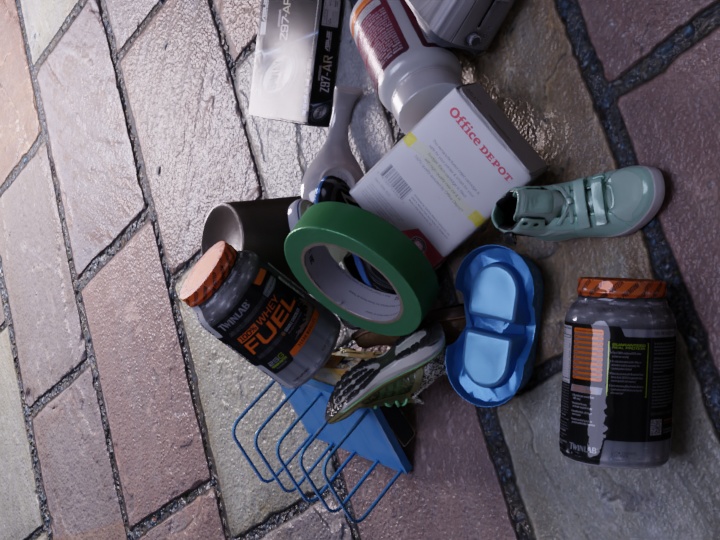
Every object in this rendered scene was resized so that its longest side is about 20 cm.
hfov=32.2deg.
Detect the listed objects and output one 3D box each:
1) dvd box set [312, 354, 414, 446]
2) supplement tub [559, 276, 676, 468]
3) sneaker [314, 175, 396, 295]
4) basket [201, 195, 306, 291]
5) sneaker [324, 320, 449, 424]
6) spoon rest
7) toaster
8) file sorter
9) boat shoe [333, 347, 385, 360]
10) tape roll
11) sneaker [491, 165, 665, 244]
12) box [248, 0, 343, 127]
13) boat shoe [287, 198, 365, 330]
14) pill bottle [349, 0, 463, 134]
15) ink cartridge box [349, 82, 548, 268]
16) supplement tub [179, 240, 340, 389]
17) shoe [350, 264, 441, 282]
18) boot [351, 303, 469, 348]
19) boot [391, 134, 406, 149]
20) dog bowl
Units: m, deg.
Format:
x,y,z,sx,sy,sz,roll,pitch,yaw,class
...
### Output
x,y,z,sx,sy,sz,roll,pitch,yaw,class
-0.029,0.176,1.754,0.200,0.029,0.147,1,131,52,dvd box set
0.282,0.109,1.368,0.122,0.122,0.201,6,94,51,supplement tub
0.012,-0.047,1.607,0.083,0.071,0.200,-9,127,44,sneaker
-0.116,-0.037,1.798,0.181,0.199,0.136,57,130,33,basket
0.044,0.153,1.605,0.200,0.089,0.077,-34,21,15,sneaker
-0.031,-0.161,1.796,0.061,0.099,0.201,136,142,-75,spoon rest
0.121,-0.381,1.583,0.129,0.113,0.200,-52,50,32,toaster
-0.058,0.244,1.724,0.200,0.123,0.139,13,142,43,file sorter
0.011,0.140,1.758,0.200,0.063,0.073,-3,130,55,boat shoe
0.000,0.000,1.567,0.200,0.201,0.048,-5,44,51,tape roll
0.242,-0.072,1.423,0.200,0.118,0.074,-19,73,48,sneaker
-0.099,-0.327,1.904,0.160,0.043,0.201,18,104,49,box
-0.029,-0.017,1.714,0.062,0.072,0.200,-34,83,32,boat shoe
0.065,-0.272,1.626,0.114,0.114,0.200,-53,42,36,pill bottle
0.110,-0.113,1.545,0.200,0.083,0.145,-42,85,28,ink cartridge box
-0.134,0.057,1.668,0.123,0.200,0.123,-44,21,22,supplement tub
0.061,-0.016,1.697,0.200,0.053,0.070,-29,76,46,shoe
0.071,0.094,1.659,0.200,0.074,0.076,-11,92,39,boot
0.051,-0.102,1.690,0.200,0.075,0.074,-50,54,39,boot
0.171,0.067,1.547,0.111,0.050,0.201,12,100,35,dog bowl
